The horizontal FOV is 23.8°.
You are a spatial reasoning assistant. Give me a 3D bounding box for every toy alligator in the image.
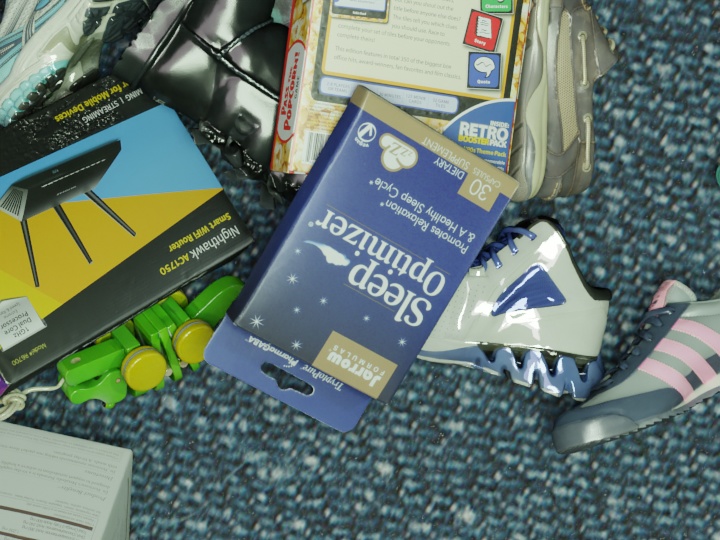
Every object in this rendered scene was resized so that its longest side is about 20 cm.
[{"bbox_3d":[-0.161,0.067,1.163,0.199,0.059,0.054,-29,131,-18],"label":"toy alligator"}]

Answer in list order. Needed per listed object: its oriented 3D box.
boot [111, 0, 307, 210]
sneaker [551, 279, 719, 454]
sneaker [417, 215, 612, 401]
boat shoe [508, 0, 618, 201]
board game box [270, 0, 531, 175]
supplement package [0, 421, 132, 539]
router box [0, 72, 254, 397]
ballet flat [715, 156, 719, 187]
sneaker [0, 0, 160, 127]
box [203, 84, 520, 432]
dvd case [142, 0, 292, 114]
[{"bbox_3d":[-0.051,-0.153,1.131,0.162,0.073,0.199,35,90,-10],"label":"boot"},{"bbox_3d":[0.197,0.055,1.132,0.199,0.070,0.082,-24,88,-27],"label":"sneaker"},{"bbox_3d":[0.084,0.011,1.158,0.198,0.081,0.116,15,90,-5],"label":"sneaker"},{"bbox_3d":[0.130,-0.144,1.154,0.073,0.074,0.201,6,89,-23],"label":"boat shoe"},{"bbox_3d":[0.031,-0.153,1.100,0.151,0.046,0.201,7,93,-19],"label":"board game box"},{"bbox_3d":[-0.226,0.213,1.104,0.109,0.201,0.114,12,132,2],"label":"supplement package"},{"bbox_3d":[-0.192,-0.030,1.128,0.200,0.051,0.150,-32,89,-27],"label":"router box"},{"bbox_3d":[0.312,-0.008,1.150,0.062,0.067,0.201,-30,94,-24],"label":"ballet flat"},{"bbox_3d":[-0.196,-0.188,1.147,0.200,0.078,0.086,-47,74,14],"label":"sneaker"},{"bbox_3d":[0.000,0.000,1.077,0.121,0.032,0.201,28,97,-22],"label":"box"},{"bbox_3d":[-0.059,-0.211,1.175,0.199,0.022,0.147,-22,92,3],"label":"dvd case"}]
